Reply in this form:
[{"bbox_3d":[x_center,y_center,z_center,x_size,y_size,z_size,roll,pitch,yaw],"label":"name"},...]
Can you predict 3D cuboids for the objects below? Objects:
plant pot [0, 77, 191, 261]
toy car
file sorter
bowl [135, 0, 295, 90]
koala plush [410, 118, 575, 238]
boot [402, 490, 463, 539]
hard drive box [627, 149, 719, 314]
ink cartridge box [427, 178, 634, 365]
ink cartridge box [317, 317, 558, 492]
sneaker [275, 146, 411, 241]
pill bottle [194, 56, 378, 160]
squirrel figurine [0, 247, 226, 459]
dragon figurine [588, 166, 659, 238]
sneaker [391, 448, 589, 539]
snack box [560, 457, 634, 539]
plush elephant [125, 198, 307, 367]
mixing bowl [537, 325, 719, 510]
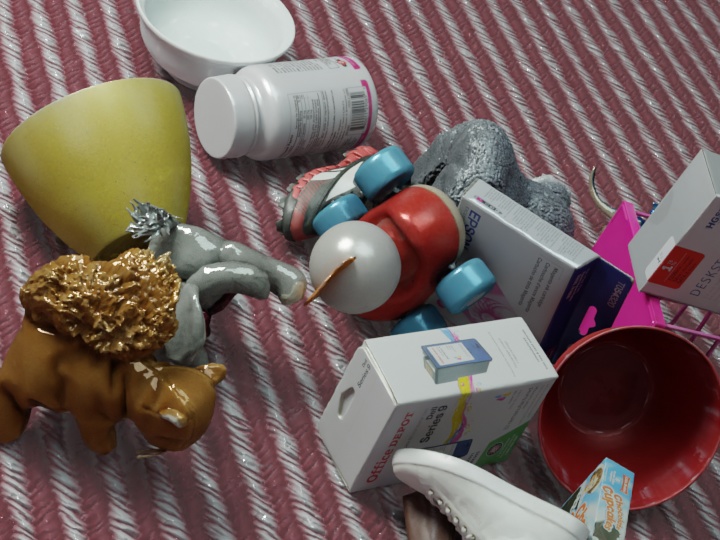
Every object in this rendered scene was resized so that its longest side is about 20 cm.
[{"bbox_3d":[-0.256,-0.087,1.653,0.199,0.200,0.143,-13,72,-36],"label":"plant pot"},{"bbox_3d":[0.000,0.000,1.655,0.200,0.177,0.185,-23,74,-46],"label":"toy car"},{"bbox_3d":[0.340,0.049,1.822,0.125,0.139,0.201,14,41,-17],"label":"file sorter"},{"bbox_3d":[-0.187,-0.284,1.953,0.200,0.091,0.202,14,41,-12],"label":"bowl"},{"bbox_3d":[0.169,-0.069,1.854,0.199,0.184,0.178,25,39,-18],"label":"koala plush"},{"bbox_3d":[0.042,0.270,1.492,0.186,0.064,0.201,22,40,-15],"label":"boot"},{"bbox_3d":[0.417,-0.028,1.721,0.199,0.156,0.077,15,43,-18],"label":"hard drive box"},{"bbox_3d":[0.176,0.024,1.716,0.200,0.197,0.043,35,53,15],"label":"ink cartridge box"},{"bbox_3d":[0.076,0.133,1.590,0.199,0.146,0.088,-5,49,-32],"label":"ink cartridge box"},{"bbox_3d":[-0.013,-0.083,1.824,0.098,0.071,0.200,21,34,30],"label":"sneaker"},{"bbox_3d":[-0.089,-0.191,1.884,0.199,0.114,0.114,-10,51,-35],"label":"pill bottle"},{"bbox_3d":[-0.220,0.080,1.451,0.186,0.201,0.142,19,30,18],"label":"squirrel figurine"},{"bbox_3d":[0.360,-0.045,1.993,0.099,0.059,0.200,-9,51,-34],"label":"dragon figurine"},{"bbox_3d":[0.107,0.233,1.480,0.199,0.073,0.085,23,72,20],"label":"sneaker"},{"bbox_3d":[0.206,0.286,1.511,0.037,0.116,0.200,29,39,-6],"label":"snack box"},{"bbox_3d":[-0.177,0.038,1.578,0.164,0.156,0.200,7,-17,42],"label":"plush elephant"},{"bbox_3d":[0.271,0.141,1.673,0.199,0.201,0.108,15,11,-11],"label":"mixing bowl"}]
